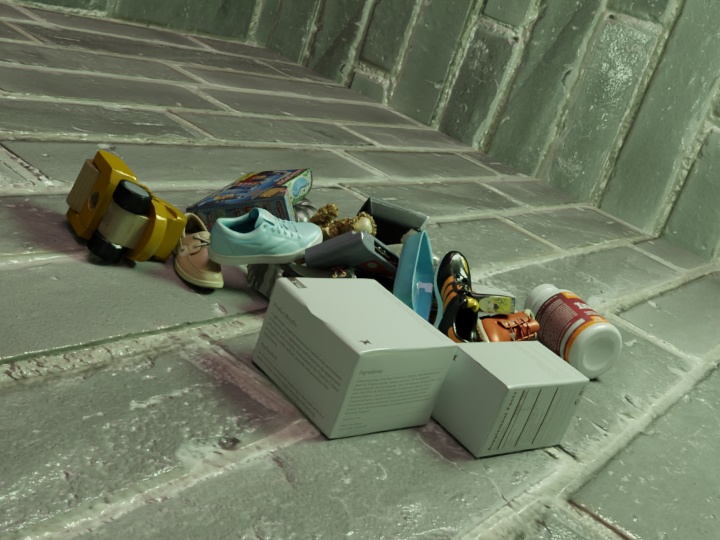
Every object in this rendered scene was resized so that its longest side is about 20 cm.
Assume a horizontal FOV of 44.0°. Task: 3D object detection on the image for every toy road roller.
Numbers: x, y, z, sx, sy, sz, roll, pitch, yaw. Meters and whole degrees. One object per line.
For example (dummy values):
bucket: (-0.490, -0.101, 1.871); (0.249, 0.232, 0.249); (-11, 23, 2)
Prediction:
toy road roller: (-0.375, -0.091, 1.446); (0.145, 0.124, 0.200); (21, 15, -46)

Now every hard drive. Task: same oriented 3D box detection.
hard drive: (0.045, -0.060, 1.722); (0.133, 0.201, 0.043); (18, 60, -7)

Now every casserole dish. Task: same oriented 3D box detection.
casserole dish: (0.085, 0.025, 1.427); (0.038, 0.123, 0.202); (-2, 40, 16)

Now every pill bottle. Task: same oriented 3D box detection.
pill bottle: (0.396, 0.108, 1.695); (0.111, 0.115, 0.200); (10, 22, -28)

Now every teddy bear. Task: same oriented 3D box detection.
teddy bear: (-0.054, -0.048, 1.593); (0.147, 0.198, 0.067); (63, 29, -10)

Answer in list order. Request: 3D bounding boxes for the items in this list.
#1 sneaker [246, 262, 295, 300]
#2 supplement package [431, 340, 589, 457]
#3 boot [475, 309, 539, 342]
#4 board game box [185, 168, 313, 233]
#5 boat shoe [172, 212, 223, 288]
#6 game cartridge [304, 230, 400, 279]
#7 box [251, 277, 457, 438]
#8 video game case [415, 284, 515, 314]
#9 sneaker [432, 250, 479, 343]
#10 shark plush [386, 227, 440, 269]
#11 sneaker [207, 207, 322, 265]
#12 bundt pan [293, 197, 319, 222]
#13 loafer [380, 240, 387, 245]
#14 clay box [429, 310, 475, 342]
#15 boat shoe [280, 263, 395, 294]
sneaker: (-0.127, 0.017, 1.489); (0.081, 0.075, 0.201); (12, 31, -41)
supplement package: (0.216, 0.182, 1.299); (0.198, 0.119, 0.117); (3, 26, -42)
boot: (0.252, 0.106, 1.526); (0.105, 0.076, 0.200); (-13, 6, 16)
board game box: (-0.176, -0.123, 1.612); (0.197, 0.063, 0.200); (2, 27, 35)
boat shoe: (-0.269, -0.034, 1.472); (0.071, 0.066, 0.200); (10, 21, -27)
game cartridge: (0.000, 0.000, 1.492); (0.131, 0.042, 0.199); (-16, -29, 29)
box: (-0.010, 0.113, 1.235); (0.198, 0.133, 0.198); (1, 27, -43)
video game case: (0.173, 0.048, 1.608); (0.178, 0.037, 0.200); (4, 4, -3)
sneaker: (0.164, 0.051, 1.439); (0.069, 0.090, 0.203); (23, 59, -23)
shark plush: (0.050, 0.006, 1.602); (0.092, 0.197, 0.084); (-97, 161, -47)
sneaker: (-0.147, -0.061, 1.435); (0.197, 0.083, 0.074); (-12, 45, -28)
bundt pan: (-0.163, -0.114, 1.786); (0.199, 0.077, 0.202); (19, 20, -7)
loafer: (0.041, -0.019, 1.671); (0.196, 0.073, 0.073); (6, 3, -1)
clay box: (0.108, 0.107, 1.501); (0.197, 0.048, 0.115); (8, 23, -30)
boat shoe: (-0.029, 0.020, 1.425); (0.198, 0.064, 0.074); (16, 25, -16)
